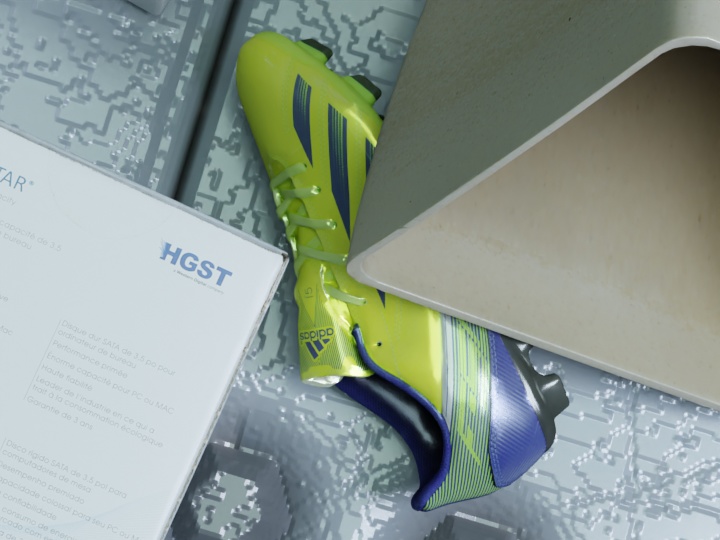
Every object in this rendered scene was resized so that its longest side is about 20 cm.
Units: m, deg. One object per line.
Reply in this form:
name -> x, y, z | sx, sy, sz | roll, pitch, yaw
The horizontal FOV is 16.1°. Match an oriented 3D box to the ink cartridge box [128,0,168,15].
ink cartridge box -> -0.136, -0.192, 0.950 | 0.200, 0.145, 0.088 | 28, 79, -3

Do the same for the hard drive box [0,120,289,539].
hard drive box -> -0.138, 0.056, 0.948 | 0.156, 0.077, 0.200 | 25, 80, -4

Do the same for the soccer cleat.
soccer cleat -> 0.000, 0.000, 0.982 | 0.084, 0.065, 0.200 | -32, 88, -10

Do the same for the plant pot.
plant pot -> 0.132, -0.082, 0.936 | 0.200, 0.200, 0.177 | 20, 57, -27
